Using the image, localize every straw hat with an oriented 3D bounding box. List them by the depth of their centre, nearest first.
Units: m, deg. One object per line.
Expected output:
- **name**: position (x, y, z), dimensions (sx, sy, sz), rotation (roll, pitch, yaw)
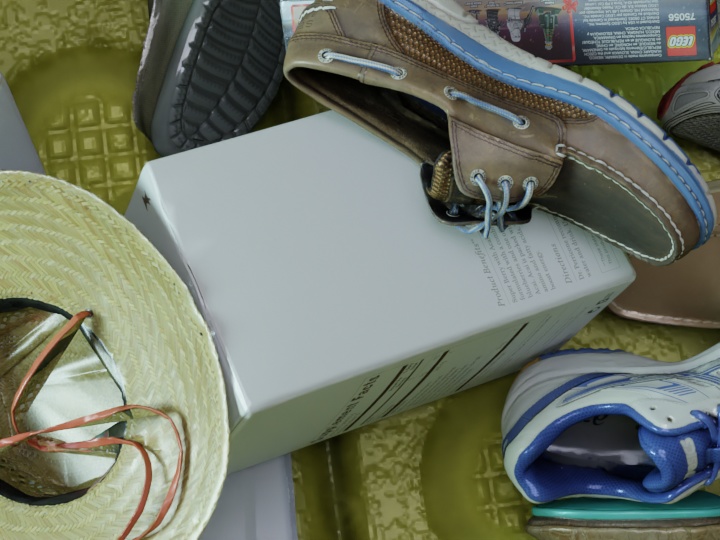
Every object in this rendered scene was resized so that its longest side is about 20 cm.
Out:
- **straw hat**: position (-0.138, 0.058, 0.821), dimensions (0.200, 0.085, 0.203), rotation (0, 89, 15)

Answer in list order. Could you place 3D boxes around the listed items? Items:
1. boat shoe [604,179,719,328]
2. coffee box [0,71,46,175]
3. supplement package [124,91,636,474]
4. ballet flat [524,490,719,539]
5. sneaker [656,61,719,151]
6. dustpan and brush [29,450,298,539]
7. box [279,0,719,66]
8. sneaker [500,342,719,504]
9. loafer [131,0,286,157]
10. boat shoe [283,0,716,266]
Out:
- **boat shoe**: position (0.205, -0.003, 0.891), dimensions (0.199, 0.072, 0.065), rotation (-9, 30, 17)
- **coffee box**: position (-0.239, -0.089, 0.870), dimensions (0.114, 0.080, 0.200), rotation (-30, 48, -13)
- **supplement package**: position (0.000, 0.000, 0.859), dimensions (0.199, 0.120, 0.122), rotation (-17, 75, -23)
- **ballet flat**: position (0.180, 0.133, 0.890), dimensions (0.199, 0.068, 0.073), rotation (-9, 93, -10)
- **sneaker**: position (0.244, -0.051, 0.933), dimensions (0.199, 0.078, 0.083), rotation (18, 75, 2)
- **dustpan and brush**: position (-0.134, 0.111, 0.882), dimensions (0.198, 0.057, 0.140), rotation (-1, 62, -10)
- **box**: position (0.078, -0.130, 0.885), dimensions (0.199, 0.137, 0.040), rotation (0, 110, 19)
- **sneaker**: position (0.162, 0.075, 0.855), dimensions (0.199, 0.088, 0.076), rotation (-11, 110, 16)
- **loafer**: position (-0.075, -0.149, 0.955), dimensions (0.069, 0.075, 0.201), rotation (6, 73, 38)
- **boat shoe**: position (0.055, -0.053, 0.798), dimensions (0.199, 0.072, 0.073), rotation (33, 66, 9)
